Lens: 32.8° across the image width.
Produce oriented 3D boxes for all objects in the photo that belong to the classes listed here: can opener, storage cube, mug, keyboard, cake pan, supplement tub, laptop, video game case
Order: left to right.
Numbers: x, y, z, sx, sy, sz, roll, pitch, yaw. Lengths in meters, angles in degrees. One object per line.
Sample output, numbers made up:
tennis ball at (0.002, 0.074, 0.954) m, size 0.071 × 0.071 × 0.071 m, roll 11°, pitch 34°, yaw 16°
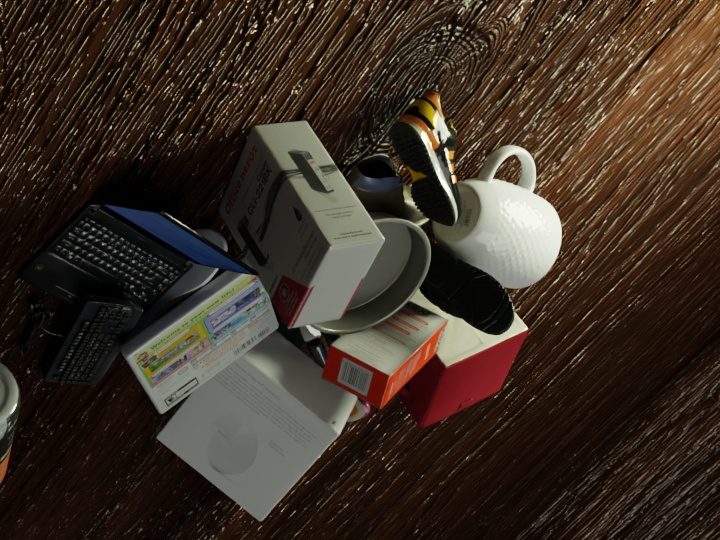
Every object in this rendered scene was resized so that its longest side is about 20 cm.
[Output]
supplement tub at (-0.480, 0.202, 1.469) m, size 0.122 × 0.123 × 0.201 m, roll -15°, pitch 146°, yaw -36°
keyboard at (-0.352, 0.085, 1.490) m, size 0.126 × 0.021 × 0.200 m, roll 12°, pitch 141°, yaw -23°
laptop at (-0.253, 0.005, 1.402) m, size 0.200 × 0.104 × 0.177 m, roll -42°, pitch 138°, yaw 12°
video game case at (-0.201, 0.085, 1.570) m, size 0.199 × 0.022 × 0.182 m, roll -36°, pitch 154°, yaw -13°
can opener at (-0.047, 0.116, 1.767) m, size 0.053 × 0.067 × 0.201 m, roll -21°, pitch 122°, yaw -3°
cake pan at (0.000, 0.000, 1.650) m, size 0.199 × 0.037 × 0.201 m, roll -19°, pitch 138°, yaw -18°
storage cube at (0.141, 0.117, 2.011) m, size 0.199 × 0.171 × 0.180 m, roll -21°, pitch 149°, yaw -27°
mug at (0.201, -0.087, 1.810) m, size 0.175 × 0.147 × 0.202 m, roll 18°, pitch 94°, yaw -48°

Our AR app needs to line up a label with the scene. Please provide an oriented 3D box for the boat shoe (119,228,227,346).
boat shoe at (-0.238, 0.023, 1.537) m, size 0.200 × 0.070 × 0.066 m, roll -46°, pitch 170°, yaw 11°

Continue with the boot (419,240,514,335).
boot at (0.149, 0.038, 1.786) m, size 0.074 × 0.198 × 0.163 m, roll -50°, pitch 160°, yaw -7°

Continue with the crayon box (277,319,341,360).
crayon box at (-0.086, 0.113, 1.860) m, size 0.200 × 0.058 × 0.119 m, roll -44°, pitch 152°, yaw 14°

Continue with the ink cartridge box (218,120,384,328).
ink cartridge box at (-0.075, -0.057, 1.448) m, size 0.083 × 0.201 × 0.145 m, roll -9°, pitch 143°, yaw -36°

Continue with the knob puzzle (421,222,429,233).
knob puzzle at (0.033, -0.006, 1.769) m, size 0.219 × 0.030 × 0.221 m, roll -36°, pitch 146°, yaw -29°

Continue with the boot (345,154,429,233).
boot at (0.047, -0.106, 1.650) m, size 0.199 × 0.075 × 0.097 m, roll -11°, pitch 147°, yaw -37°

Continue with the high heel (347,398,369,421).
high heel at (-0.024, 0.186, 1.932) m, size 0.095 × 0.068 × 0.199 m, roll -17°, pitch -167°, yaw -33°

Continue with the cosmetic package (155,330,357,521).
cosmetic package at (-0.147, 0.209, 1.757) m, size 0.200 × 0.199 × 0.123 m, roll -49°, pitch -176°, yaw 26°

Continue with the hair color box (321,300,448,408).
hair color box at (0.038, 0.111, 1.748) m, size 0.200 × 0.101 × 0.062 m, roll -37°, pitch 148°, yaw -54°

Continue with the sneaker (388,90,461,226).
sneaker at (0.106, -0.146, 1.615) m, size 0.090 × 0.070 × 0.201 m, roll -53°, pitch 141°, yaw -24°
